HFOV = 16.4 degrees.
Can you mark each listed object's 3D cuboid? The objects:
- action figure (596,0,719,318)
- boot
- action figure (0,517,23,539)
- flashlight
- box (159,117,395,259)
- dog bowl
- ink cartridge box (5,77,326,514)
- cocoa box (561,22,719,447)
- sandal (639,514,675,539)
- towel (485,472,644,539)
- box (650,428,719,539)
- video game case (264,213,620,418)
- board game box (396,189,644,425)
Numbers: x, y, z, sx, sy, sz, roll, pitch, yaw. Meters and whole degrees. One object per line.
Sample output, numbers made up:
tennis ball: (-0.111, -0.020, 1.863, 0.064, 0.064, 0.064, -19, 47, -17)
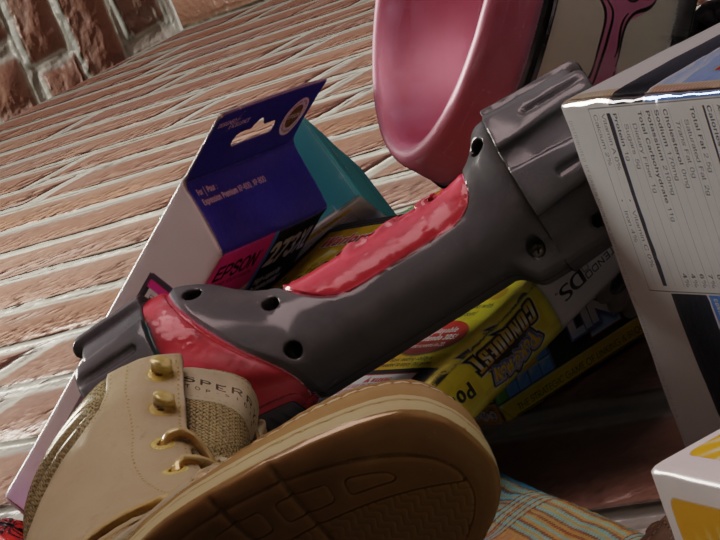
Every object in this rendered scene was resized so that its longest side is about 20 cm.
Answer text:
action figure: (0.149, -0.031, 0.951, 0.118, 0.102, 0.201, -5, 43, -12)
boot: (-0.040, 0.068, 0.743, 0.200, 0.073, 0.156, -41, 19, 24)
action figure: (-0.189, 0.131, 1.000, 0.199, 0.052, 0.065, -19, 7, 9)
flashlight: (0.000, 0.000, 0.847, 0.199, 0.068, 0.068, -33, 22, 6)
box: (-0.031, -0.020, 1.196, 0.082, 0.049, 0.200, -36, -8, 3)
dog bowl: (0.062, -0.117, 0.963, 0.073, 0.202, 0.200, 8, 3, -16)
ink cartridge box: (-0.071, 0.016, 1.023, 0.201, 0.037, 0.095, -61, -16, 25)
cocoa box: (0.192, -0.035, 0.781, 0.199, 0.134, 0.131, -26, 11, -21)
sandal: (0.102, 0.078, 0.619, 0.200, 0.058, 0.080, -24, 11, -6)
towel: (0.008, 0.106, 0.776, 0.146, 0.022, 0.200, -27, 11, -15)
box: (0.177, 0.046, 0.499, 0.199, 0.102, 0.112, -27, 12, -21)
video game case: (-0.010, 0.038, 0.920, 0.181, 0.026, 0.200, -43, 19, -27)
board game box: (0.048, 0.009, 1.078, 0.165, 0.057, 0.200, -29, 12, -34)
